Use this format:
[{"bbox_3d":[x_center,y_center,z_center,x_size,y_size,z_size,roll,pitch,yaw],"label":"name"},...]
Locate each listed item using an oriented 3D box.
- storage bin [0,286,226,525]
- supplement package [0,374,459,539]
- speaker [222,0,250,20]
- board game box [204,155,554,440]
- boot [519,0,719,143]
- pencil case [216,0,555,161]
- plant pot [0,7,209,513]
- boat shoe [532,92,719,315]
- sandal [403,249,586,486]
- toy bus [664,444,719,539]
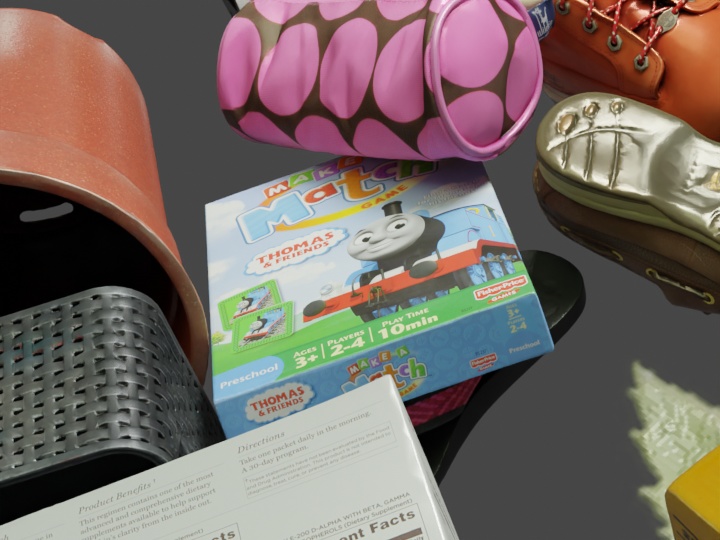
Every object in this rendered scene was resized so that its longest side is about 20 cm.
[{"bbox_3d":[-0.164,0.105,0.740,0.198,0.136,0.094,-18,45,4],"label":"storage bin"},{"bbox_3d":[-0.048,0.159,0.635,0.198,0.157,0.112,-20,46,2],"label":"supplement package"},{"bbox_3d":[0.004,-0.207,0.966,0.198,0.082,0.081,-28,45,-6],"label":"speaker"},{"bbox_3d":[0.000,0.000,0.810,0.150,0.037,0.201,-19,27,3],"label":"board game box"},{"bbox_3d":[0.139,-0.114,0.816,0.199,0.107,0.075,20,69,51],"label":"boot"},{"bbox_3d":[0.004,-0.108,0.858,0.090,0.095,0.199,-32,24,-34],"label":"pencil case"},{"bbox_3d":[-0.178,-0.021,0.836,0.198,0.202,0.196,-16,38,5],"label":"plant pot"},{"bbox_3d":[0.172,-0.015,0.776,0.198,0.068,0.072,26,57,17],"label":"boat shoe"},{"bbox_3d":[0.028,0.051,0.782,0.075,0.045,0.200,28,63,37],"label":"sandal"},{"bbox_3d":[0.199,0.136,0.617,0.065,0.079,0.200,-33,46,-12],"label":"toy bus"}]
